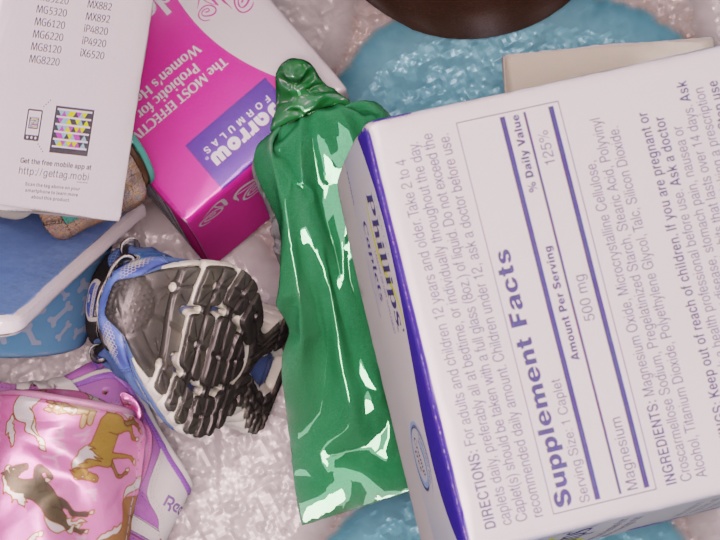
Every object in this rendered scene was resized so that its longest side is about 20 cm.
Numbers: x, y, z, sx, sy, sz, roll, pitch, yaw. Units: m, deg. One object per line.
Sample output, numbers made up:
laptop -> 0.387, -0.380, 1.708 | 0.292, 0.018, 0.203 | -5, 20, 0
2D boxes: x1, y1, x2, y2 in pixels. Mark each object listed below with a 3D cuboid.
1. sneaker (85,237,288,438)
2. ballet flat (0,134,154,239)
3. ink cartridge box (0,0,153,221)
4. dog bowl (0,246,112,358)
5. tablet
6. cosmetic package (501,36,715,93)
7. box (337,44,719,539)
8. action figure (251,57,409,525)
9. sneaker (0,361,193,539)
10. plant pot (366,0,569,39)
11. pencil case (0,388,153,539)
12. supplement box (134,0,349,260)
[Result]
sneaker -> -0.091, 0.029, 1.338 | 0.089, 0.200, 0.079 | 19, 84, 12
ballet flat -> -0.169, -0.063, 1.380 | 0.067, 0.200, 0.068 | -39, 121, -15
ink cartridge box -> -0.177, -0.125, 1.285 | 0.199, 0.083, 0.177 | 17, 99, 50
dog bowl -> -0.217, 0.005, 1.406 | 0.198, 0.111, 0.050 | 5, 100, 7
tablet -> -0.183, -0.009, 1.324 | 0.129, 0.200, 0.014 | 7, 107, 11
cosmetic package -> 0.124, 0.002, 1.375 | 0.103, 0.087, 0.202 | -3, 80, 7
box -> 0.108, 0.015, 1.263 | 0.199, 0.105, 0.185 | -12, 82, -10
action figure -> 0.000, 0.000, 1.328 | 0.117, 0.055, 0.201 | -16, 87, -9
sneaker -> -0.171, 0.068, 1.411 | 0.200, 0.073, 0.115 | 36, 81, 1
plant pot -> 0.043, -0.202, 1.365 | 0.199, 0.198, 0.202 | -1, 79, 5
pencil case -> -0.143, 0.150, 1.323 | 0.083, 0.086, 0.202 | -10, 72, 50
supplement box -> -0.101, -0.115, 1.415 | 0.101, 0.103, 0.200 | -40, 79, -4
